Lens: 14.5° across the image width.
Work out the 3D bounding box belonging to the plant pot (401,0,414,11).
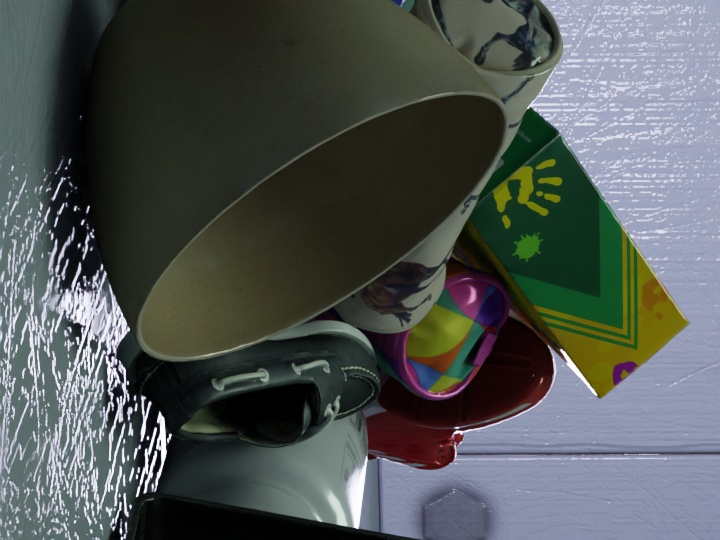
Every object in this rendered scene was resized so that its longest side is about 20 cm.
[{"bbox_3d":[0.001,-0.235,1.538,0.200,0.134,0.200,45,14,-15],"label":"plant pot"}]

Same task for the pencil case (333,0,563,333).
[{"bbox_3d":[0.036,-0.064,1.434,0.090,0.078,0.200,-74,-173,-48],"label":"pencil case"}]

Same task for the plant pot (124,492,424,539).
[{"bbox_3d":[-0.036,0.245,1.387,0.200,0.199,0.178,-83,-176,-65],"label":"plant pot"}]

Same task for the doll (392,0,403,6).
[{"bbox_3d":[-0.025,-0.090,1.449,0.136,0.048,0.200,0,119,-60],"label":"doll"}]

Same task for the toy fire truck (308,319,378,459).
[{"bbox_3d":[-0.059,0.059,1.765,0.168,0.112,0.200,-25,116,-60],"label":"toy fire truck"}]

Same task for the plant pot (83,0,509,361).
[{"bbox_3d":[-0.051,-0.070,1.316,0.135,0.200,0.200,56,-8,18],"label":"plant pot"}]

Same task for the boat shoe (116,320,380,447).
[{"bbox_3d":[-0.049,0.064,1.467,0.200,0.076,0.060,7,46,-53],"label":"boat shoe"}]

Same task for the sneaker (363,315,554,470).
[{"bbox_3d":[0.052,0.070,1.680,0.115,0.200,0.078,22,70,-48],"label":"sneaker"}]

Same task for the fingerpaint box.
[{"bbox_3d":[0.081,-0.044,1.617,0.167,0.073,0.200,52,-3,-37],"label":"fingerpaint box"}]

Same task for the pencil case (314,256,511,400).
[{"bbox_3d":[0.000,0.000,1.615,0.200,0.088,0.089,36,-42,47],"label":"pencil case"}]

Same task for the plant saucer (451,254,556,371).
[{"bbox_3d":[0.045,-0.003,1.752,0.200,0.032,0.200,48,12,-14],"label":"plant saucer"}]

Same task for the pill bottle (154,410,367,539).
[{"bbox_3d":[-0.057,0.129,1.552,0.200,0.113,0.114,-81,170,-69],"label":"pill bottle"}]
